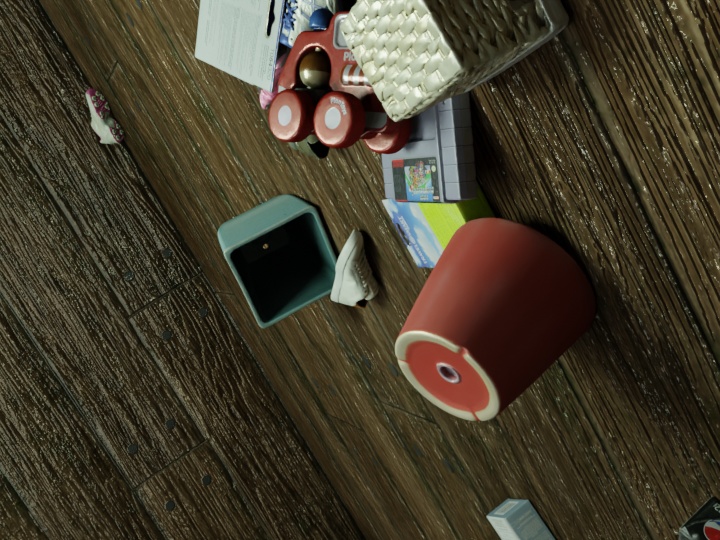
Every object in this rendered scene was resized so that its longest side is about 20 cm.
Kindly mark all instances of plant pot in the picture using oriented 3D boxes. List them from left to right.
[{"bbox_3d":[-0.177,-0.042,1.763,0.200,0.196,0.196,47,162,57],"label":"plant pot"},{"bbox_3d":[0.146,0.066,1.021,0.200,0.177,0.200,29,146,22],"label":"plant pot"}]

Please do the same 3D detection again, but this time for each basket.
[{"bbox_3d":[0.080,-0.239,0.842,0.136,0.123,0.200,59,163,-4],"label":"basket"}]

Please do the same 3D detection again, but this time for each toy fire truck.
[{"bbox_3d":[-0.022,-0.234,1.064,0.200,0.112,0.168,14,100,41],"label":"toy fire truck"}]

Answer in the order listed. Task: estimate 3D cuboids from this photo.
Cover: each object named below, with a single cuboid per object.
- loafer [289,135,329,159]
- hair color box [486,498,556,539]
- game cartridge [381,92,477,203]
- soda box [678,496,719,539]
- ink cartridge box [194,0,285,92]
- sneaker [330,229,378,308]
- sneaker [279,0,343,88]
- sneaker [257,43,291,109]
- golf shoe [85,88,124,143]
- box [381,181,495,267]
[{"bbox_3d":[-0.071,-0.241,1.340,0.070,0.075,0.200,38,162,17],"label":"loafer"},{"bbox_3d":[0.326,0.520,1.596,0.200,0.061,0.099,56,163,4],"label":"hair color box"},{"bbox_3d":[0.077,-0.148,1.081,0.200,0.038,0.130,-169,76,-66],"label":"game cartridge"},{"bbox_3d":[0.432,0.368,1.054,0.071,0.063,0.200,39,155,44],"label":"soda box"},{"bbox_3d":[-0.155,-0.369,1.214,0.200,0.043,0.196,32,120,38],"label":"ink cartridge box"},{"bbox_3d":[0.000,0.000,1.584,0.085,0.073,0.200,22,147,7],"label":"sneaker"},{"bbox_3d":[-0.068,-0.327,1.118,0.075,0.088,0.200,-121,9,-59],"label":"sneaker"},{"bbox_3d":[-0.134,-0.326,1.356,0.095,0.079,0.200,68,161,3],"label":"sneaker"},{"bbox_3d":[-0.879,-0.511,2.916,0.091,0.075,0.200,-10,118,26],"label":"golf shoe"},{"bbox_3d":[0.112,-0.063,1.177,0.122,0.048,0.200,61,161,-12],"label":"box"}]
